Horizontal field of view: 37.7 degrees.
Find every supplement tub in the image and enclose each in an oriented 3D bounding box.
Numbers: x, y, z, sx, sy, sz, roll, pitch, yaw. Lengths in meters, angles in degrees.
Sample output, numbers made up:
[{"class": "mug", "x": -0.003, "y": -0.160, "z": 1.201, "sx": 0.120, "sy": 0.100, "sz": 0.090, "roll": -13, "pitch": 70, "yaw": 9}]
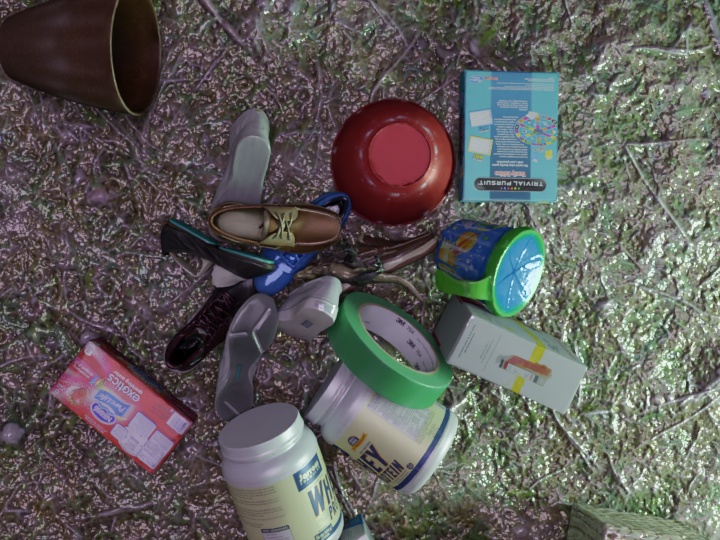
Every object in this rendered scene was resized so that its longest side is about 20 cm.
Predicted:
[{"class": "supplement tub", "x": -0.118, "y": 0.313, "z": 1.546, "sx": 0.144, "sy": 0.145, "sz": 0.202, "roll": -19, "pitch": 109, "yaw": -4}, {"class": "supplement tub", "x": 0.030, "y": 0.225, "z": 1.586, "sx": 0.199, "sy": 0.145, "sz": 0.146, "roll": 34, "pitch": 88, "yaw": -3}]

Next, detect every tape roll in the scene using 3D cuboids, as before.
[{"class": "tape roll", "x": 0.044, "y": 0.116, "z": 1.559, "sx": 0.200, "sy": 0.201, "sz": 0.048, "roll": 38, "pitch": 112, "yaw": -3}]

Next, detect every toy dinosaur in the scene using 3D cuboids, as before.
[{"class": "toy dinosaur", "x": 0.000, "y": 0.000, "z": 1.557, "sx": 0.198, "sy": 0.088, "sz": 0.048, "roll": 10, "pitch": 59, "yaw": 6}]

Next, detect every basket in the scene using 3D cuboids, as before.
[{"class": "basket", "x": 0.418, "y": 0.458, "z": 1.587, "sx": 0.198, "sy": 0.198, "sz": 0.162, "roll": 11, "pitch": 87, "yaw": -3}]

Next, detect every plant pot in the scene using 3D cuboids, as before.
[{"class": "plant pot", "x": -0.421, "y": -0.325, "z": 1.555, "sx": 0.198, "sy": 0.187, "sz": 0.189, "roll": 3, "pitch": 90, "yaw": 11}]

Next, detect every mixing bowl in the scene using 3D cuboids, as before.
[{"class": "mixing bowl", "x": 0.054, "y": -0.171, "z": 1.607, "sx": 0.198, "sy": 0.108, "sz": 0.202, "roll": 0, "pitch": 89, "yaw": -3}]

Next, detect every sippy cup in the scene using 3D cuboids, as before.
[{"class": "sippy cup", "x": 0.188, "y": -0.015, "z": 1.595, "sx": 0.130, "sy": 0.177, "sz": 0.141, "roll": 22, "pitch": 89, "yaw": 37}]

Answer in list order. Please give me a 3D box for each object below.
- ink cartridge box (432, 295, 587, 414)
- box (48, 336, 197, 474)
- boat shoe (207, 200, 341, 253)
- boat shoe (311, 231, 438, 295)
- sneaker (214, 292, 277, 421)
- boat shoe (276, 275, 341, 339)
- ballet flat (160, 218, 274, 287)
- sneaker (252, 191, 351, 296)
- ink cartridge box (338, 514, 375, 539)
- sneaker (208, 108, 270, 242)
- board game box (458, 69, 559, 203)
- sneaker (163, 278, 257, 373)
[{"class": "ink cartridge box", "x": 0.221, "y": 0.121, "z": 1.585, "sx": 0.199, "sy": 0.145, "sz": 0.084, "roll": 25, "pitch": 99, "yaw": -10}, {"class": "box", "x": -0.353, "y": 0.200, "z": 1.585, "sx": 0.200, "sy": 0.095, "sz": 0.100, "roll": 39, "pitch": 87, "yaw": -3}, {"class": "boat shoe", "x": -0.127, "y": -0.062, "z": 1.539, "sx": 0.198, "sy": 0.074, "sz": 0.076, "roll": 1, "pitch": 93, "yaw": 2}, {"class": "boat shoe", "x": 0.019, "y": -0.024, "z": 1.621, "sx": 0.201, "sy": 0.075, "sz": 0.075, "roll": -24, "pitch": 90, "yaw": -3}, {"class": "sneaker", "x": -0.181, "y": 0.121, "z": 1.585, "sx": 0.070, "sy": 0.080, "sz": 0.202, "roll": 15, "pitch": 105, "yaw": -20}, {"class": "boat shoe", "x": -0.080, "y": 0.051, "z": 1.563, "sx": 0.072, "sy": 0.200, "sz": 0.069, "roll": 26, "pitch": 69, "yaw": -9}, {"class": "ballet flat", "x": -0.219, "y": -0.015, "z": 1.592, "sx": 0.199, "sy": 0.068, "sz": 0.069, "roll": 23, "pitch": 96, "yaw": 24}, {"class": "sneaker", "x": -0.089, "y": -0.044, "z": 1.599, "sx": 0.066, "sy": 0.078, "sz": 0.200, "roll": 44, "pitch": 79, "yaw": -8}, {"class": "ink cartridge box", "x": -0.068, "y": 0.458, "z": 1.594, "sx": 0.199, "sy": 0.116, "sz": 0.068, "roll": -28, "pitch": 93, "yaw": -2}, {"class": "sneaker", "x": -0.179, "y": -0.148, "z": 1.610, "sx": 0.073, "sy": 0.116, "sz": 0.201, "roll": 16, "pitch": 125, "yaw": -15}, {"class": "board game box", "x": 0.230, "y": -0.207, "z": 1.649, "sx": 0.149, "sy": 0.047, "sz": 0.202, "roll": 1, "pitch": 90, "yaw": -4}, {"class": "sneaker", "x": -0.219, "y": 0.081, "z": 1.584, "sx": 0.076, "sy": 0.116, "sz": 0.200, "roll": 42, "pitch": 88, "yaw": -3}]
